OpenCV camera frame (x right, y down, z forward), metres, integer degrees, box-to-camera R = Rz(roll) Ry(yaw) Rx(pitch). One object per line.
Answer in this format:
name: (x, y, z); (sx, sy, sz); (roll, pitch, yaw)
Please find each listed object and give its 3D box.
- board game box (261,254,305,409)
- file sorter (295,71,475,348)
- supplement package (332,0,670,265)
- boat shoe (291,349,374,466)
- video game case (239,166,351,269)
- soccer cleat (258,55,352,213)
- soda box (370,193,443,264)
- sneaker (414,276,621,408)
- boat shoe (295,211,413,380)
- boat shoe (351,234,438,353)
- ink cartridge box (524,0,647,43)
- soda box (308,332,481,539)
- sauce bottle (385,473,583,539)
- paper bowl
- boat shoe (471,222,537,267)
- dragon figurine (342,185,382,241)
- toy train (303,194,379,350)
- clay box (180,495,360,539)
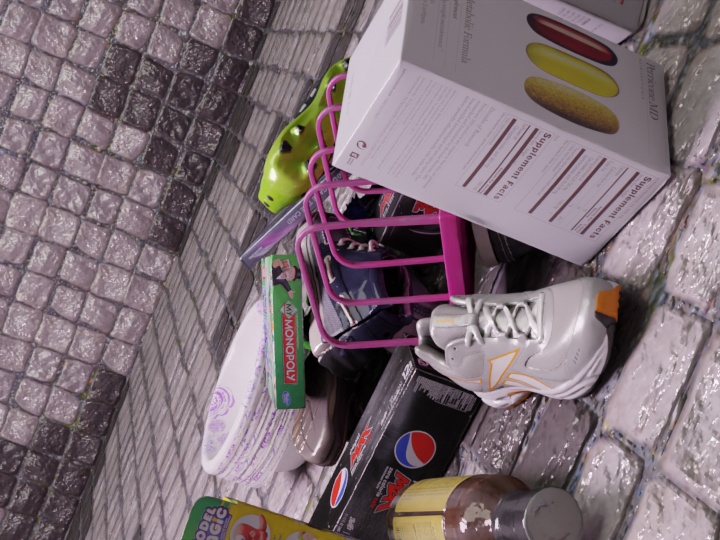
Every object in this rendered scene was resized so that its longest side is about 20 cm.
board game box: (-0.074, 0.053, 1.161); (0.200, 0.029, 0.136); (-178, 86, -83)
file sorter: (0.026, -0.054, 0.983); (0.201, 0.124, 0.140); (-83, -14, -46)
supplement package: (0.097, -0.107, 0.836); (0.110, 0.198, 0.115); (127, 157, -47)
boat shoe: (-0.017, 0.124, 1.174); (0.075, 0.073, 0.200); (-60, 12, 22)
video game case: (-0.030, -0.090, 1.205); (0.200, 0.019, 0.143); (-41, 7, 18)
soccer cleat: (-0.031, -0.131, 1.129); (0.200, 0.067, 0.081); (-50, 0, -36)
soda box: (0.080, -0.113, 1.136); (0.071, 0.063, 0.201); (-113, 45, -69)
sneaker: (0.099, 0.046, 0.836); (0.200, 0.091, 0.076); (142, 146, -62)
boat shoe: (0.000, 0.000, 1.104); (0.093, 0.074, 0.201); (-39, 38, 25)
boat shoe: (0.016, 0.021, 1.190); (0.066, 0.073, 0.200); (-61, 15, 11)
ink cartridge box: (0.126, -0.270, 0.948); (0.086, 0.198, 0.149); (156, 134, -70)
soda box: (0.025, 0.157, 1.000); (0.201, 0.063, 0.071); (-64, 15, 17)
sauce bottle: (0.078, 0.166, 0.802); (0.200, 0.064, 0.065); (-26, 45, 68)
paper bowl: (-0.097, 0.142, 1.363); (0.201, 0.104, 0.202); (-58, 19, 34)
boat shoe: (0.128, -0.078, 1.002); (0.062, 0.073, 0.201); (-13, 36, 18)
dragon figurine: (0.057, -0.114, 1.231); (0.200, 0.059, 0.100); (-45, 20, 10)
toy train: (-0.014, 0.001, 1.313); (0.201, 0.041, 0.057); (-60, -24, -29)
clay box: (-0.046, 0.239, 0.878); (0.116, 0.198, 0.048); (-70, 15, -9)
